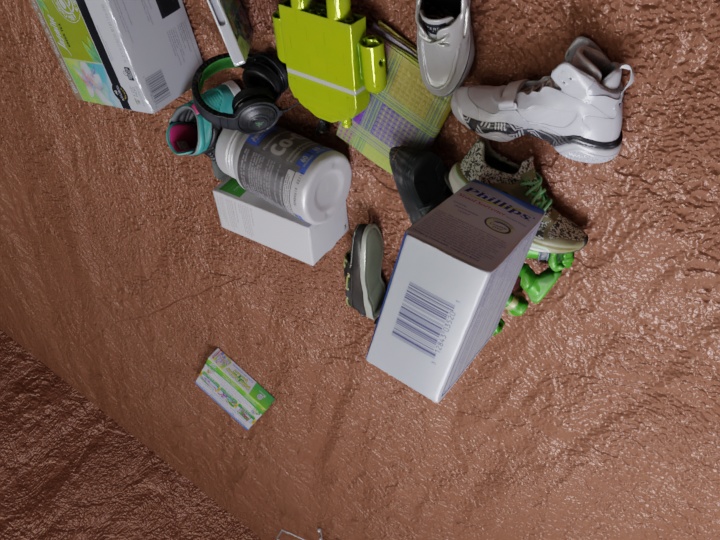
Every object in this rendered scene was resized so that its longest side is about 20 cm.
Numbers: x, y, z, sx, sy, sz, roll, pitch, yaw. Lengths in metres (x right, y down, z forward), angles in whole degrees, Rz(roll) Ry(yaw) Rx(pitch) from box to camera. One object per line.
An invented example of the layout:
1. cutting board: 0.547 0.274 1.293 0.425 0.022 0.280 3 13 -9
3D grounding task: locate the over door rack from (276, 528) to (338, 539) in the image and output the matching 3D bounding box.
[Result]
1. over door rack: -0.158 0.873 2.206 0.198 0.067 0.149 8 136 10

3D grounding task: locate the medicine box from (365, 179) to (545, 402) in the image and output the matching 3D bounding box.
1. medicine box: 0.114 0.017 0.816 0.102 0.200 0.183 28 124 18

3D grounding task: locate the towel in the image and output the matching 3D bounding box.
1. towel: 0.045 -0.217 0.931 0.143 0.023 0.200 36 145 7

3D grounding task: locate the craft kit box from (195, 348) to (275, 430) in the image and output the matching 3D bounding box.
1. craft kit box: -0.335 0.316 1.831 0.200 0.049 0.198 42 147 1

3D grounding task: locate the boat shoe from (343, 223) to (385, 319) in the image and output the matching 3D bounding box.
1. boat shoe: 0.000 0.000 1.147 0.060 0.072 0.202 19 140 22

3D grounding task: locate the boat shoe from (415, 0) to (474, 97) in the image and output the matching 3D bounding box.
1. boat shoe: 0.092 -0.280 0.769 0.072 0.066 0.201 25 136 18

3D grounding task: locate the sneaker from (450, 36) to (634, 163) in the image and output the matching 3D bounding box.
1. sneaker: 0.198 -0.198 0.764 0.199 0.075 0.116 21 139 19

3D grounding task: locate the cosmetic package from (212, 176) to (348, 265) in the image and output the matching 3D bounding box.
1. cosmetic package: -0.130 -0.099 1.148 0.199 0.108 0.085 20 139 25

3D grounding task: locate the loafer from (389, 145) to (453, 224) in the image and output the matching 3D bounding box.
1. loafer: 0.094 -0.095 0.976 0.072 0.073 0.201 39 159 42

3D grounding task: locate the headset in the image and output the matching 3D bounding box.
1. headset: -0.142 -0.245 1.008 0.198 0.124 0.094 10 152 1

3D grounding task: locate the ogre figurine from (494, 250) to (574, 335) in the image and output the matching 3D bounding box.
1. ogre figurine: 0.193 0.006 0.961 0.119 0.099 0.200 31 156 -5

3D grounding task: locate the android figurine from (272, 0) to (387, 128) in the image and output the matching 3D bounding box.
1. android figurine: -0.043 -0.277 0.902 0.181 0.041 0.201 25 142 31

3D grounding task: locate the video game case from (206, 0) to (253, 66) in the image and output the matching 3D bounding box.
1. video game case: -0.189 -0.381 0.898 0.018 0.144 0.201 -17 123 7

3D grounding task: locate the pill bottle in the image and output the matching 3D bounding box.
1. pill bottle: -0.121 -0.158 1.064 0.199 0.114 0.114 28 143 28

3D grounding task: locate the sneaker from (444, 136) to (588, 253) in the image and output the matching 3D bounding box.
1. sneaker: 0.203 -0.096 0.870 0.199 0.077 0.089 33 135 9

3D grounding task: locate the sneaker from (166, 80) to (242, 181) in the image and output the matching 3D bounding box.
1. sneaker: -0.252 -0.205 1.127 0.084 0.120 0.201 48 147 23

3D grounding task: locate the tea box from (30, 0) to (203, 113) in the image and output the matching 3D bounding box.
1. tea box: -0.374 -0.371 1.072 0.196 0.134 0.201 17 138 32

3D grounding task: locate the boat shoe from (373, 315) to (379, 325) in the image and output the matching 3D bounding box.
1. boat shoe: 0.079 0.040 1.114 0.060 0.072 0.201 40 133 -10
